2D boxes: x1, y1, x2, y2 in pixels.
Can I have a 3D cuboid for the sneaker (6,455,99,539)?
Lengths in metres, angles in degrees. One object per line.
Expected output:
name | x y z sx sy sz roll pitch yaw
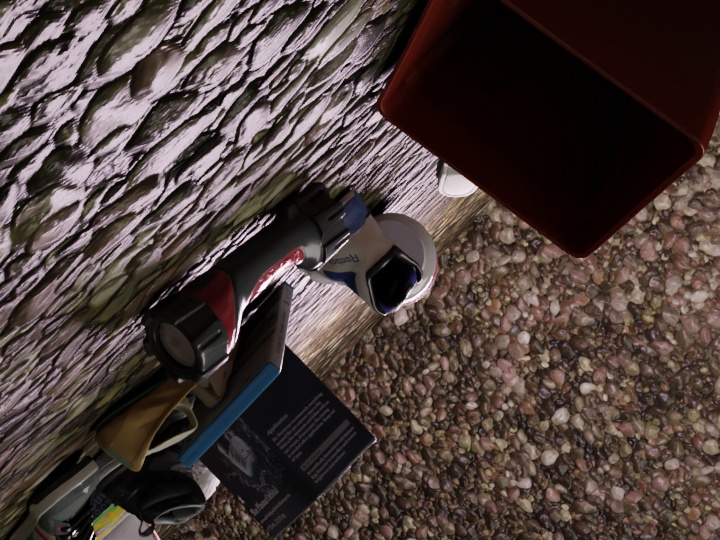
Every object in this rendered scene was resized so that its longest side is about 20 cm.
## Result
sneaker | -0.279 0.274 1.155 0.084 0.121 0.200 -38 172 -46

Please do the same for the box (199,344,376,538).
box | -0.114 0.205 1.460 0.117 0.200 0.197 -41 174 -32

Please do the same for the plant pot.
plant pot | 0.158 -0.163 0.837 0.177 0.199 0.200 -53 179 -24

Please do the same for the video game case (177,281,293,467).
video game case | -0.126 0.102 1.212 0.143 0.018 0.200 -47 -165 17

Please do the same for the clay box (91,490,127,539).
clay box | -0.299 0.272 1.393 0.115 0.048 0.200 -43 173 -21

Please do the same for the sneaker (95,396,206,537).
sneaker | -0.196 0.208 1.281 0.200 0.114 0.076 -35 171 -40

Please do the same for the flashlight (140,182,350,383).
flashlight | -0.082 0.010 0.916 0.200 0.068 0.068 -39 172 -42

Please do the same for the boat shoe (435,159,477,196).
boat shoe | 0.133 -0.163 1.409 0.200 0.072 0.062 112 -19 -61

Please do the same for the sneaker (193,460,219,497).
sneaker | -0.252 0.303 1.863 0.201 0.076 0.092 -54 166 11

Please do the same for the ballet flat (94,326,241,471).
ballet flat | -0.171 0.122 1.132 0.200 0.063 0.069 -41 175 -38

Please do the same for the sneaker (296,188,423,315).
sneaker | 0.000 0.000 1.220 0.080 0.115 0.200 -42 174 -13

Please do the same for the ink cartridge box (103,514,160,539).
ink cartridge box | -0.348 0.379 1.575 0.145 0.085 0.200 -35 174 -15

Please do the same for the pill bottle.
pill bottle | 0.041 -0.012 1.460 0.112 0.112 0.200 -44 175 1
